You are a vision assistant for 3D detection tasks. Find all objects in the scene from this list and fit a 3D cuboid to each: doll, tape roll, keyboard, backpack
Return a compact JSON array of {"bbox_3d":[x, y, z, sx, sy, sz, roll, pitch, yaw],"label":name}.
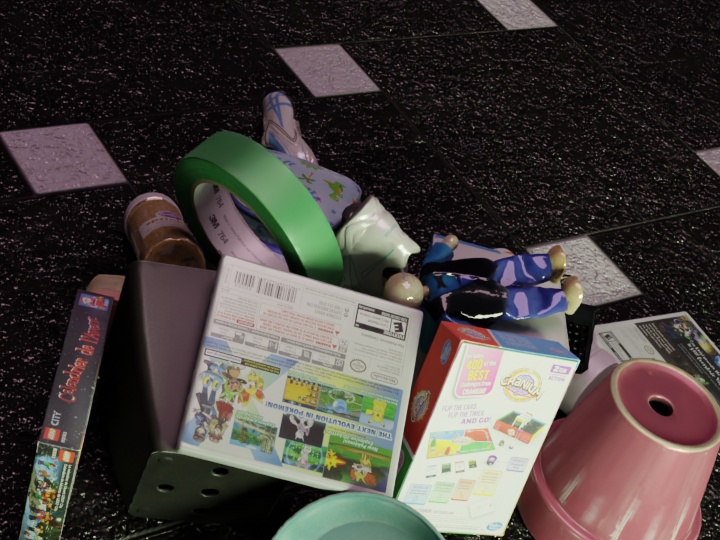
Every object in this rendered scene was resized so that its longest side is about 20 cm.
[{"bbox_3d":[0.113,0.016,1.310,0.197,0.049,0.138,-6,53,-22],"label":"doll"},{"bbox_3d":[-0.103,-0.043,1.336,0.200,0.201,0.048,38,63,21],"label":"tape roll"},{"bbox_3d":[0.167,0.047,1.497,0.198,0.106,0.039,11,5,31],"label":"keyboard"},{"bbox_3d":[-0.098,-0.035,1.521,0.181,0.148,0.201,21,41,6],"label":"backpack"}]

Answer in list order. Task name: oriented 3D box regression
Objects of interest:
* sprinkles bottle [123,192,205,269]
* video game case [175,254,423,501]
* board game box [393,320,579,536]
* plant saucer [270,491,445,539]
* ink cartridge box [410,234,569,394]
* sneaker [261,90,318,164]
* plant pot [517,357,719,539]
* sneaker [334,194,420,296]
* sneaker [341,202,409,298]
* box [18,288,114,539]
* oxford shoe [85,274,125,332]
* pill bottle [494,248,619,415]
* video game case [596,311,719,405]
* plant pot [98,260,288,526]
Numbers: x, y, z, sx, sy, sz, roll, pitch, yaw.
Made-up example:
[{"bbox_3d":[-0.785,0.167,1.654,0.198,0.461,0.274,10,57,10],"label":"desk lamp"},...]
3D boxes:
[{"bbox_3d":[-0.216,-0.030,1.460,0.067,0.069,0.200,7,15,-18],"label":"sprinkles bottle"},{"bbox_3d":[-0.051,0.097,1.201,0.197,0.022,0.185,16,68,-12],"label":"video game case"},{"bbox_3d":[0.108,0.156,1.278,0.151,0.202,0.040,11,18,-34],"label":"board game box"},{"bbox_3d":[0.002,0.296,1.168,0.199,0.201,0.036,36,3,19],"label":"plant saucer"},{"bbox_3d":[0.114,0.098,1.418,0.145,0.202,0.147,14,36,-8],"label":"ink cartridge box"},{"bbox_3d":[-0.107,-0.172,1.752,0.072,0.073,0.201,-17,39,-5],"label":"sneaker"},{"bbox_3d":[0.284,0.200,1.396,0.197,0.180,0.201,14,38,-11],"label":"plant pot"},{"bbox_3d":[0.000,0.000,1.375,0.080,0.200,0.071,39,64,1],"label":"sneaker"},{"bbox_3d":[0.019,0.011,1.505,0.079,0.202,0.074,7,45,41],"label":"sneaker"},{"bbox_3d":[-0.271,0.135,1.236,0.037,0.138,0.201,13,38,-10],"label":"box"},{"bbox_3d":[-0.201,0.040,1.443,0.197,0.071,0.074,14,35,-10],"label":"oxford shoe"},{"bbox_3d":[0.203,0.076,1.562,0.111,0.113,0.200,-21,54,-42],"label":"pill bottle"},{"bbox_3d":[0.395,0.135,1.659,0.180,0.024,0.201,-6,45,-31],"label":"video game case"},{"bbox_3d":[-0.144,0.131,1.271,0.197,0.200,0.179,9,53,-16],"label":"plant pot"}]
